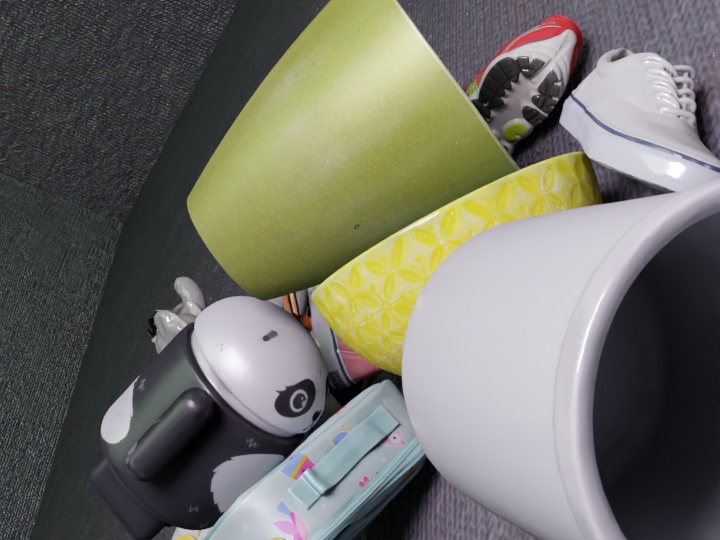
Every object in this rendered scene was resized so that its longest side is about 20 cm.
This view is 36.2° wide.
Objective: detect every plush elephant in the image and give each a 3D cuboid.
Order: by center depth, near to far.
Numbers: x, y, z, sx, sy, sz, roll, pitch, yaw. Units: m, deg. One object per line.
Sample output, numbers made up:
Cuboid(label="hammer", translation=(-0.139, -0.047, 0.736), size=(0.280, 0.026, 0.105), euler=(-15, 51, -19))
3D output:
Cuboid(label="plush elephant", translation=(-0.147, 0.068, 1.163), size=(0.165, 0.153, 0.201), euler=(123, 158, -50))

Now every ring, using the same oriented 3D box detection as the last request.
Cuboid(label="ring", translation=(-0.061, 0.007, 0.978), size=(0.200, 0.019, 0.203), euler=(168, 90, -89))

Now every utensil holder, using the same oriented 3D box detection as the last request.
Cuboid(label="utensil holder", translation=(0.121, 0.049, 0.489), size=(0.171, 0.169, 0.200), euler=(-69, 17, -6))

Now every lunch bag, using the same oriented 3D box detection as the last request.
Cuboid(label="lunch bag", translation=(-0.035, 0.173, 0.807), size=(0.200, 0.077, 0.161), euler=(-37, -10, -46))

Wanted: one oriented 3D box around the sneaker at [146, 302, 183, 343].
Cuboid(label="sneaker", translation=(-0.315, 0.086, 1.851), size=(0.076, 0.087, 0.200), euler=(-68, 16, 5))

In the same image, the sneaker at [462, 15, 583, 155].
Cuboid(label="sneaker", translation=(0.121, -0.141, 0.911), size=(0.085, 0.077, 0.200), euler=(-54, 10, -29))

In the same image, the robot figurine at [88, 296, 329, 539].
Cuboid(label="robot figurine", translation=(-0.112, 0.113, 0.826), size=(0.200, 0.124, 0.151), euler=(-46, 28, 14))

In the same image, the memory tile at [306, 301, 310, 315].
Cuboid(label="memory tile", translation=(-0.074, 0.039, 1.279), size=(0.154, 0.017, 0.201), euler=(-89, 20, -52))

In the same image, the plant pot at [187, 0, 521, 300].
Cuboid(label="plant pot", translation=(-0.015, -0.074, 0.767), size=(0.199, 0.187, 0.187), euler=(-37, 25, 10))

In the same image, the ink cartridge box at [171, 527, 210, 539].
Cuboid(label="ink cartridge box", translation=(-0.147, 0.260, 1.224), size=(0.175, 0.043, 0.200), euler=(-68, 18, 1))

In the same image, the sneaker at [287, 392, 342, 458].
Cuboid(label="sneaker", translation=(-0.085, 0.159, 0.952), size=(0.105, 0.076, 0.200), euler=(-52, 6, -31))

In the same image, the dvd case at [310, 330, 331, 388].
Cuboid(label="dvd case", translation=(-0.042, 0.090, 1.099), size=(0.200, 0.017, 0.144), euler=(139, 148, -75))

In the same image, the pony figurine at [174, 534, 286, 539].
Cuboid(label="pony figurine", translation=(0.000, 0.223, 0.654), size=(0.192, 0.199, 0.168), euler=(-16, 47, 49))

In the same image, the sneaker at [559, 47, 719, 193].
Cuboid(label="sneaker", translation=(0.172, -0.094, 0.665), size=(0.200, 0.072, 0.071), euler=(-113, 45, -66))

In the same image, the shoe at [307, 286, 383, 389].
Cuboid(label="shoe", translation=(0.000, 0.000, 0.943), size=(0.090, 0.072, 0.202), euler=(-19, 56, 9))

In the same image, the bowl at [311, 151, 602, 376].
Cuboid(label="bowl", translation=(0.079, 0.019, 0.707), size=(0.108, 0.199, 0.200), euler=(64, 149, 6))
